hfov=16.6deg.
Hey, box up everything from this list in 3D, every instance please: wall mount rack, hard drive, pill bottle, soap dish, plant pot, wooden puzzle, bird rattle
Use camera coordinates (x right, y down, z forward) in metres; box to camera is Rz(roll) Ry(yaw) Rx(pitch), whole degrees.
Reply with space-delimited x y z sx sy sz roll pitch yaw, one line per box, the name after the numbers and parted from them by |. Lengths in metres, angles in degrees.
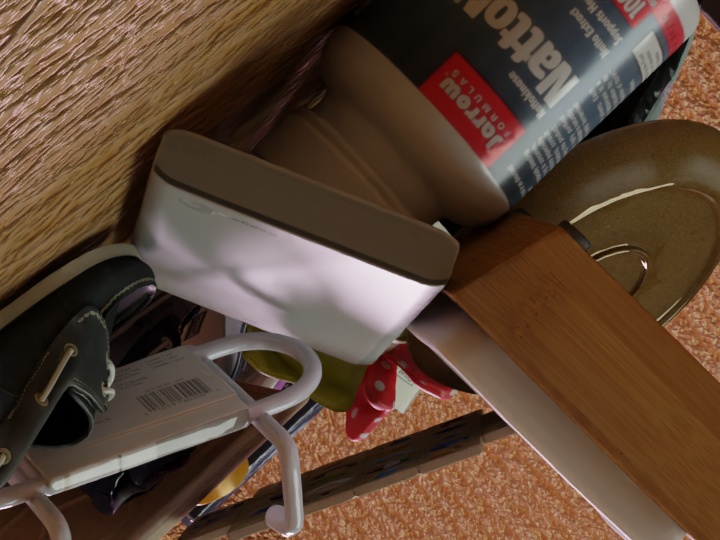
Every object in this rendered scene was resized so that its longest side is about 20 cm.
-0.121 0.082 1.137 0.199 0.174 0.075 -18 121 -25 | wall mount rack
-0.037 -0.006 1.105 0.200 0.131 0.026 127 -16 -76 | hard drive
0.051 -0.092 1.160 0.200 0.120 0.120 -44 177 -4 | pill bottle
0.098 0.045 1.113 0.081 0.157 0.200 -46 -174 0 | soap dish
0.117 0.002 1.269 0.199 0.028 0.201 -23 147 -15 | plant pot
-0.146 0.121 1.382 0.199 0.047 0.185 3 -146 44 | wooden puzzle
0.000 0.000 1.347 0.112 0.164 0.200 -23 172 11 | bird rattle

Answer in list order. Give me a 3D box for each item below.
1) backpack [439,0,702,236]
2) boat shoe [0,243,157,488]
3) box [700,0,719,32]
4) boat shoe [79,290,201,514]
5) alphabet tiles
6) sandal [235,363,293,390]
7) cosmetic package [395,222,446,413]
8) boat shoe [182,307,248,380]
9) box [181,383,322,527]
0.094 -0.113 1.344 0.200 0.167 0.126 -53 -170 -22 | backpack
-0.139 0.047 1.060 0.072 0.068 0.200 -47 178 30 | boat shoe
0.267 -0.223 1.527 0.164 0.200 0.166 -43 177 11 | box
-0.119 0.066 1.334 0.075 0.093 0.200 -45 177 29 | boat shoe
0.002 0.104 1.273 0.199 0.006 0.166 -20 -179 3 | alphabet tiles
-0.023 0.036 1.491 0.083 0.050 0.203 -50 -174 49 | sandal
0.036 -0.022 1.636 0.200 0.103 0.087 -53 -148 -1 | cosmetic package
-0.094 0.072 1.544 0.071 0.068 0.200 -27 -159 18 | boat shoe
-0.088 0.078 1.786 0.200 0.118 0.197 -42 177 -8 | box
